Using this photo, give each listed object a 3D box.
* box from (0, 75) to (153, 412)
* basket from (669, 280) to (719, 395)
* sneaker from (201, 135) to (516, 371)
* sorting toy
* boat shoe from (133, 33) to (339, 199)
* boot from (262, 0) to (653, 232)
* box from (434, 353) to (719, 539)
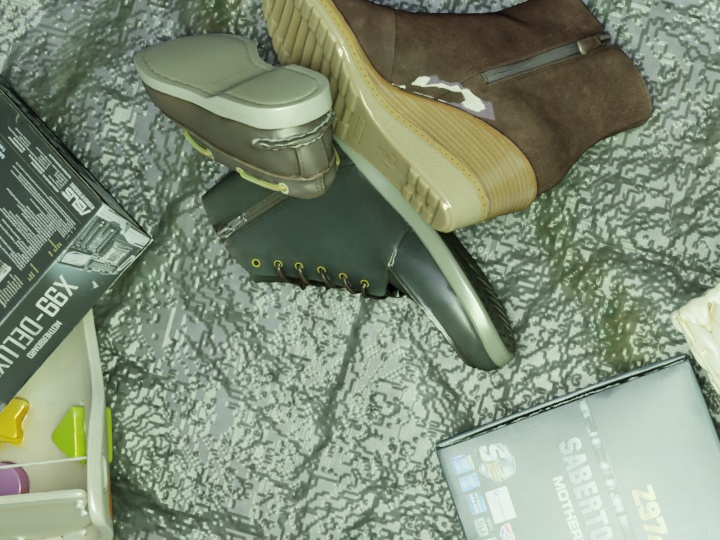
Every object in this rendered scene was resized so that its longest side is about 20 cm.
[{"bbox_3d":[-0.232,-0.021,1.453,0.158,0.050,0.200,-49,50,3],"label":"box"},{"bbox_3d":[0.287,0.060,1.344,0.160,0.198,0.201,-34,83,9],"label":"basket"},{"bbox_3d":[0.000,0.000,1.457,0.106,0.075,0.200,-41,72,8],"label":"sneaker"},{"bbox_3d":[-0.220,0.077,1.474,0.198,0.107,0.182,-7,72,19],"label":"sorting toy"},{"bbox_3d":[-0.072,-0.091,1.429,0.071,0.200,0.060,-23,115,-23],"label":"boat shoe"},{"bbox_3d":[0.054,-0.125,1.439,0.166,0.072,0.200,-32,77,-30],"label":"boot"},{"bbox_3d":[0.147,0.167,1.429,0.157,0.051,0.202,-19,83,6],"label":"box"}]
